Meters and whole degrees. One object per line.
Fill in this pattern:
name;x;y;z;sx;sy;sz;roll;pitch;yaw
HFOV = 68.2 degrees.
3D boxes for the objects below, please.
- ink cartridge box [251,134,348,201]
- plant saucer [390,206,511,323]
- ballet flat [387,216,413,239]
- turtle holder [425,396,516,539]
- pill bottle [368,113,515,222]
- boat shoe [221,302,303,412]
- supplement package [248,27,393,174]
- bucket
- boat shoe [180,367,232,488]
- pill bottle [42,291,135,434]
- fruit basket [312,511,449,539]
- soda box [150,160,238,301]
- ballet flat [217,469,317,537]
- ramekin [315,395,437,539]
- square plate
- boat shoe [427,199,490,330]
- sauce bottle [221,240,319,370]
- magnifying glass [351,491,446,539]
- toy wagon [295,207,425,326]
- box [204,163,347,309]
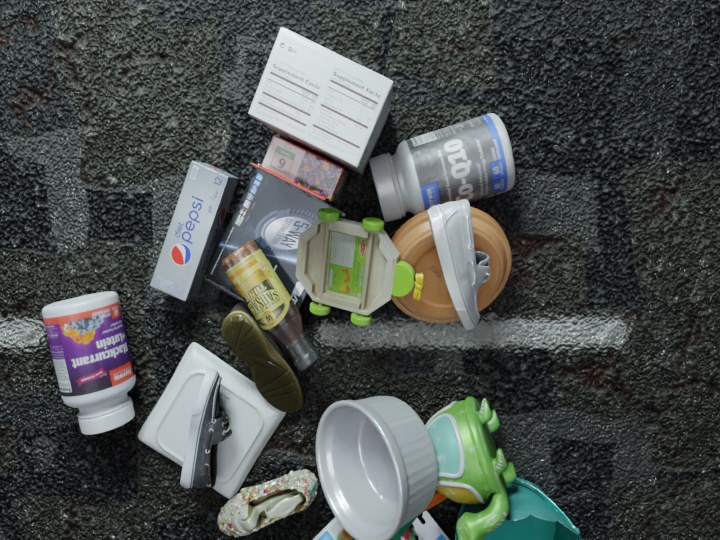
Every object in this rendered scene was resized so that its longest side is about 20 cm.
ink cartridge box;-0.077;-0.143;0.746;0.107;0.200;0.051;25;98;-2
plant saucer;0.131;0.000;0.799;0.193;0.033;0.205;-1;123;-2
ballet flat;0.040;-0.024;0.835;0.196;0.046;0.069;-27;97;5
turtle holder;0.164;0.299;0.818;0.129;0.141;0.191;-21;80;13
pill bottle;0.116;-0.146;0.783;0.194;0.114;0.117;-17;97;4
boat shoe;-0.147;0.137;0.852;0.070;0.067;0.204;-22;115;16
supplement package;-0.045;-0.220;0.735;0.152;0.200;0.113;24;98;-1
bucket;0.247;0.444;0.843;0.200;0.135;0.214;0;97;1
boat shoe;-0.236;0.256;0.843;0.064;0.070;0.206;13;98;-8
pill bottle;-0.420;0.144;0.839;0.108;0.111;0.207;-9;97;3
fruit basket;0.035;0.464;0.874;0.199;0.094;0.186;-41;86;-3
soda box;-0.258;-0.062;0.829;0.062;0.068;0.205;21;98;-2
ballet flat;-0.161;0.394;0.887;0.197;0.064;0.077;-30;99;6
ramekin;0.025;0.291;0.805;0.096;0.198;0.207;-4;100;-40
square plate;-0.251;0.258;0.890;0.197;0.028;0.201;33;98;-3
boat shoe;0.147;-0.006;0.742;0.067;0.072;0.204;-17;114;9
sauce bottle;-0.130;0.055;0.798;0.065;0.066;0.202;-34;94;6
magnifying glass;0.073;0.385;0.846;0.195;0.079;0.023;-14;95;-29
toy wagon;0.000;0.000;0.773;0.194;0.040;0.160;13;111;13
box;-0.133;-0.039;0.840;0.157;0.044;0.204;29;98;-2
